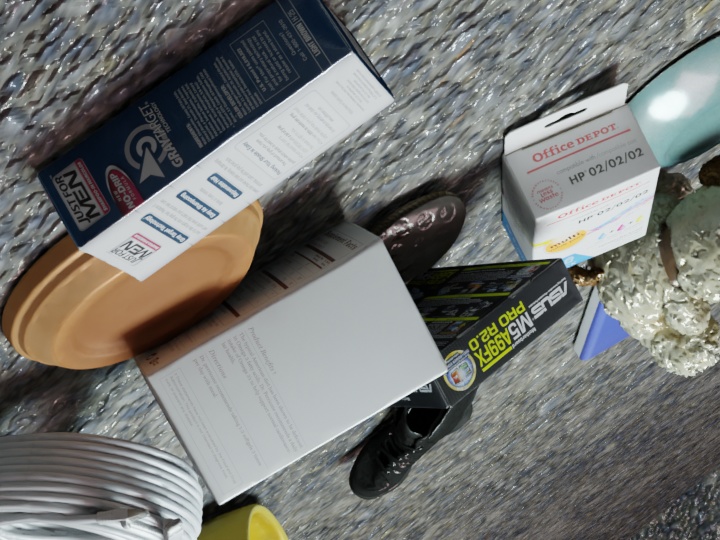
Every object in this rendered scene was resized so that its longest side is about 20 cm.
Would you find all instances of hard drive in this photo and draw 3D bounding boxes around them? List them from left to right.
[{"bbox_3d":[0.313,0.030,2.041,0.132,0.025,0.200,-29,160,-12],"label":"hard drive"}]

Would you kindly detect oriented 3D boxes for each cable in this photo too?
[{"bbox_3d":[-0.220,0.179,1.373,0.199,0.070,0.200,6,159,3],"label":"cable"}]

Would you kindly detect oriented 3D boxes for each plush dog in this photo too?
[{"bbox_3d":[0.294,-0.016,1.628,0.160,0.201,0.171,7,158,-44],"label":"plush dog"}]

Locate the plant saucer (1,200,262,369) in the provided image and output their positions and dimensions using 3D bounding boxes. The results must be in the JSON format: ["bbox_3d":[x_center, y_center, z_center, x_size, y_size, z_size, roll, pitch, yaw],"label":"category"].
[{"bbox_3d":[-0.151,0.009,1.243,0.200,0.038,0.200,-29,161,-11],"label":"plant saucer"}]

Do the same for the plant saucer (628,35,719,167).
[{"bbox_3d":[0.304,-0.142,1.584,0.200,0.039,0.201,-28,160,-11],"label":"plant saucer"}]

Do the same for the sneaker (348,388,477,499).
[{"bbox_3d":[0.055,0.171,1.934,0.200,0.060,0.104,-40,161,6],"label":"sneaker"}]

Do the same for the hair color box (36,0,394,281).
[{"bbox_3d":[-0.086,-0.081,1.086,0.200,0.061,0.100,-35,161,6],"label":"hair color box"}]

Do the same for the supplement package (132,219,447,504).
[{"bbox_3d":[-0.056,0.065,1.345,0.199,0.117,0.117,-29,-166,-8],"label":"supplement package"}]

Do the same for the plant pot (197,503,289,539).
[{"bbox_3d":[-0.164,0.369,1.895,0.188,0.202,0.201,-19,163,10],"label":"plant pot"}]

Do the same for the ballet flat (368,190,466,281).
[{"bbox_3d":[0.000,0.000,1.458,0.200,0.046,0.067,-41,129,8],"label":"ballet flat"}]

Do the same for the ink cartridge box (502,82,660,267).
[{"bbox_3d":[0.183,-0.070,1.509,0.115,0.068,0.200,-24,160,-4],"label":"ink cartridge box"}]

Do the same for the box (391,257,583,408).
[{"bbox_3d":[0.064,0.052,1.489,0.160,0.044,0.200,-36,-164,-28],"label":"box"}]
